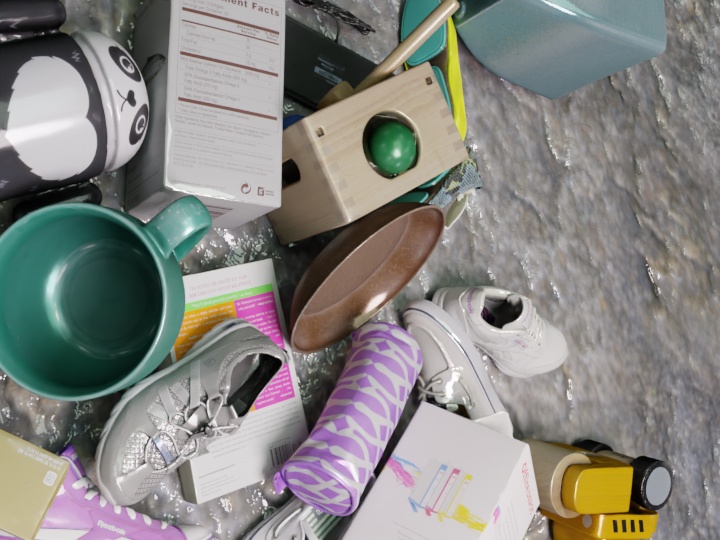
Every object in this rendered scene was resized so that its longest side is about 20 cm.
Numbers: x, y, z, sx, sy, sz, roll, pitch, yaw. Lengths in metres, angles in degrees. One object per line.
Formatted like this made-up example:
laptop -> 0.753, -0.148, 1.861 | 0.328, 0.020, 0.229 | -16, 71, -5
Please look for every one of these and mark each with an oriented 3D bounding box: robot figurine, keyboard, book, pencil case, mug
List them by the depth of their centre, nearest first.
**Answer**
robot figurine -> -0.272, -0.128, 0.759 | 0.197, 0.151, 0.126 | -20, 63, -34
mug -> -0.206, 0.023, 0.759 | 0.180, 0.114, 0.156 | -4, 89, 0
book -> -0.122, 0.100, 0.873 | 0.132, 0.048, 0.205 | -12, 91, -35
pencil case -> -0.006, 0.138, 0.895 | 0.201, 0.084, 0.085 | -60, 155, -43
keyboard -> -0.033, -0.234, 1.002 | 0.197, 0.020, 0.130 | 22, 77, -30

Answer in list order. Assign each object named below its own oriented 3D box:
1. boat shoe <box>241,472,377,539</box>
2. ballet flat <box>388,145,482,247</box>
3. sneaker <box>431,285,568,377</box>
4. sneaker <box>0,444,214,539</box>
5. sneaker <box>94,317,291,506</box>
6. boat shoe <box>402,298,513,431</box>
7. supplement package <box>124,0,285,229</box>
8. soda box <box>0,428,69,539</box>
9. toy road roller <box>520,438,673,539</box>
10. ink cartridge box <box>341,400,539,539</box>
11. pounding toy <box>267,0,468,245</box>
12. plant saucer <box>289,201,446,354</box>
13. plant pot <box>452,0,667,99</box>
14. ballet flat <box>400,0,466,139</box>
boat shoe -> -0.059, 0.257, 0.874 | 0.074, 0.066, 0.201 | 48, 60, -17
ballet flat -> 0.073, -0.065, 1.018 | 0.199, 0.074, 0.075 | -42, 105, -29
sneaker -> 0.175, 0.071, 1.044 | 0.197, 0.099, 0.077 | 21, 69, -31
sneaker -> -0.216, 0.205, 0.777 | 0.197, 0.072, 0.117 | 4, 77, -33
sneaker -> -0.140, 0.116, 0.775 | 0.200, 0.081, 0.076 | -49, 129, -28
boat shoe -> 0.095, 0.128, 1.002 | 0.070, 0.070, 0.202 | -42, 112, -34
supplement package -> -0.145, -0.154, 0.855 | 0.115, 0.116, 0.205 | 6, 78, -30
soda box -> -0.322, 0.133, 0.688 | 0.197, 0.068, 0.065 | 27, 67, -9
toy road roller -> 0.257, 0.278, 1.055 | 0.197, 0.122, 0.150 | 10, 88, -33
ink cartridge box -> 0.089, 0.243, 0.916 | 0.201, 0.123, 0.130 | -55, 147, -29
pounding toy -> 0.004, -0.139, 0.893 | 0.182, 0.199, 0.145 | -29, 98, -28
plant saucer -> 0.000, 0.000, 0.902 | 0.199, 0.202, 0.037 | -31, 67, -33
plant pot -> 0.213, -0.337, 1.078 | 0.196, 0.195, 0.201 | 4, 80, -32
ballet flat -> 0.088, -0.229, 1.056 | 0.067, 0.066, 0.204 | 25, 54, -53
